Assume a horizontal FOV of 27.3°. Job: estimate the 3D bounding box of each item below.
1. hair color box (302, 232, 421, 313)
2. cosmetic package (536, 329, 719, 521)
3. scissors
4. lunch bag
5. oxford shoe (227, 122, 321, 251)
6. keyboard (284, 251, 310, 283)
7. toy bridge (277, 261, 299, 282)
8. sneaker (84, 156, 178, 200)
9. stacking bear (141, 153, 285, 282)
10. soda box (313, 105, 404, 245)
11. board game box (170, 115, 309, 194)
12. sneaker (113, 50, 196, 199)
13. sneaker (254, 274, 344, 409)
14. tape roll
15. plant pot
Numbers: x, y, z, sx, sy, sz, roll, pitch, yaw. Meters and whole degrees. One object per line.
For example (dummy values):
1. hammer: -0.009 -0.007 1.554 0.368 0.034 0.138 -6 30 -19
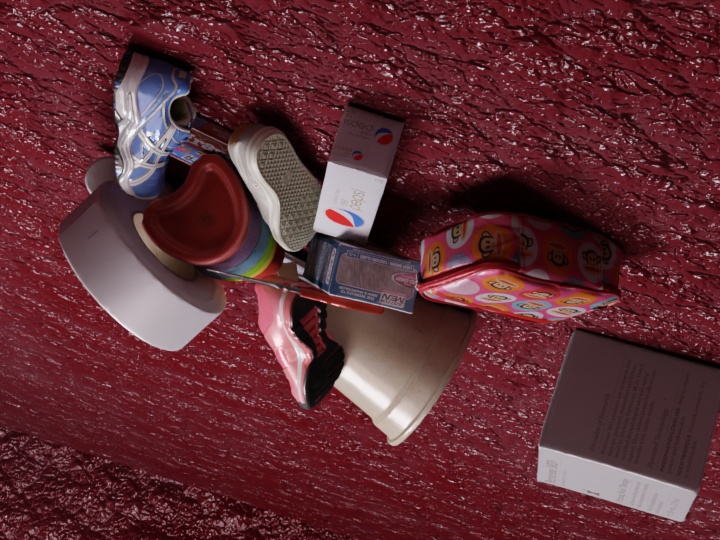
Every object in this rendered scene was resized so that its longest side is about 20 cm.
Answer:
1. hair color box: 0.000 0.000 1.702 0.100 0.061 0.200 13 -177 -11
2. cosmetic package: 0.342 0.200 1.886 0.200 0.167 0.167 15 160 12
3. scissors: -0.069 0.021 1.642 0.200 0.014 0.073 14 -176 -26
4. lunch bag: 0.164 0.001 1.602 0.200 0.082 0.176 13 161 -31
5. oxford shoe: -0.092 -0.094 1.618 0.058 0.075 0.200 30 160 32
6. keyboard: -0.091 -0.008 1.920 0.056 0.011 0.200 5 162 46
7. toy bridge: -0.097 0.039 1.948 0.027 0.067 0.200 -7 170 -7
8. sneaker: -0.248 -0.078 1.820 0.200 0.075 0.088 23 171 -16
9. stacking bear: -0.147 -0.039 1.720 0.114 0.121 0.200 49 -176 20
10. soda box: -0.005 -0.096 1.554 0.064 0.068 0.200 17 160 0
11. board game box: -0.166 -0.135 1.665 0.200 0.019 0.103 25 158 -18
12. sneaker: -0.216 -0.143 1.564 0.077 0.076 0.200 10 144 1
13. sneaker: -0.078 0.080 1.779 0.087 0.074 0.200 26 142 34
14. tape roll: -0.247 -0.007 1.683 0.202 0.071 0.202 46 -166 -15
15. plant pot: 0.018 0.089 1.882 0.183 0.201 0.200 33 158 -6
